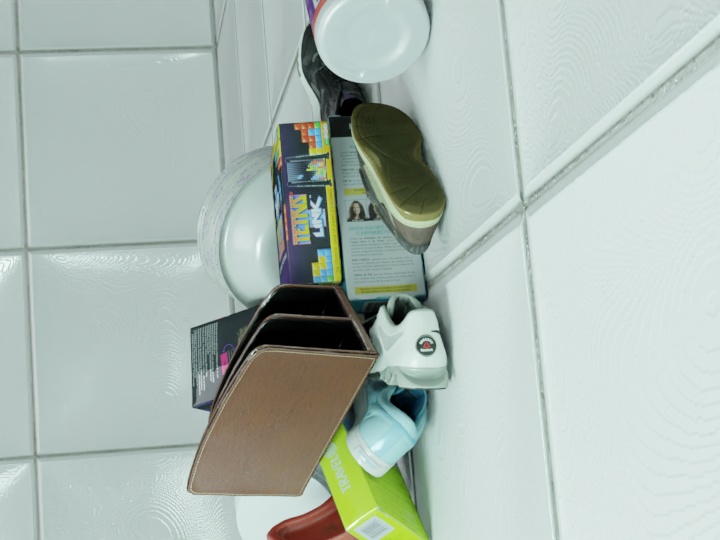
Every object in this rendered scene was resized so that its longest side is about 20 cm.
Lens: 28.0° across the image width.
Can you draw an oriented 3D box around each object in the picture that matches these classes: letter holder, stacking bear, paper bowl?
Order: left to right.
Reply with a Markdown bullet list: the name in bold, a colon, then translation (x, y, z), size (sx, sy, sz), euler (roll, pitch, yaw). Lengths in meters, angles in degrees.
- **letter holder**: translation (-0.097, 0.118, 1.411), size (0.201, 0.141, 0.101), euler (-63, 39, 32)
- **paper bowl**: translation (-0.091, -0.044, 1.754), size (0.104, 0.200, 0.202), euler (31, 126, 52)
- **stacking bear**: translation (-0.003, 0.357, 1.559), size (0.114, 0.121, 0.201), euler (16, 129, 67)

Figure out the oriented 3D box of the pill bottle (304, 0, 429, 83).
- **pill bottle**: translation (-0.003, -0.285, 1.422), size (0.201, 0.111, 0.112), euler (-103, 14, -46)

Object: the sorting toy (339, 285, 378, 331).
- **sorting toy**: translation (0.000, 0.000, 1.590), size (0.199, 0.069, 0.201), euler (109, 157, -69)

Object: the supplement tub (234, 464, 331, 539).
- **supplement tub**: translation (-0.074, 0.261, 1.762), size (0.200, 0.144, 0.146), euler (-68, -22, -74)

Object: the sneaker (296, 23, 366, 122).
- **sneaker**: translation (-0.020, -0.211, 1.710), size (0.088, 0.075, 0.201), euler (147, 117, -61)

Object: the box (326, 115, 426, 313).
- **box**: translation (0.013, -0.059, 1.480), size (0.049, 0.082, 0.201), euler (113, 153, -69)

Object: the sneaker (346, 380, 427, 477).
- **sneaker**: translation (0.040, 0.143, 1.482), size (0.074, 0.082, 0.200), euler (47, -166, -11)

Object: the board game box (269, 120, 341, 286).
- **board game box**: translation (-0.061, -0.055, 1.530), size (0.200, 0.056, 0.167), euler (125, 142, -80)

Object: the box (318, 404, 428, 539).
- **box**: translation (-0.002, 0.196, 1.496), size (0.122, 0.048, 0.201), euler (43, -163, -48)

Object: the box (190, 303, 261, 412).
- **box**: translation (-0.097, 0.106, 1.749), size (0.199, 0.122, 0.107), euler (-18, 66, 35)

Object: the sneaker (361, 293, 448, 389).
- **sneaker**: translation (0.040, 0.067, 1.416), size (0.200, 0.074, 0.089), euler (177, 93, -71)

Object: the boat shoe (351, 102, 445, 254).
- **boat shoe**: translation (0.030, -0.091, 1.407), size (0.201, 0.071, 0.066), euler (-112, 26, -49)
